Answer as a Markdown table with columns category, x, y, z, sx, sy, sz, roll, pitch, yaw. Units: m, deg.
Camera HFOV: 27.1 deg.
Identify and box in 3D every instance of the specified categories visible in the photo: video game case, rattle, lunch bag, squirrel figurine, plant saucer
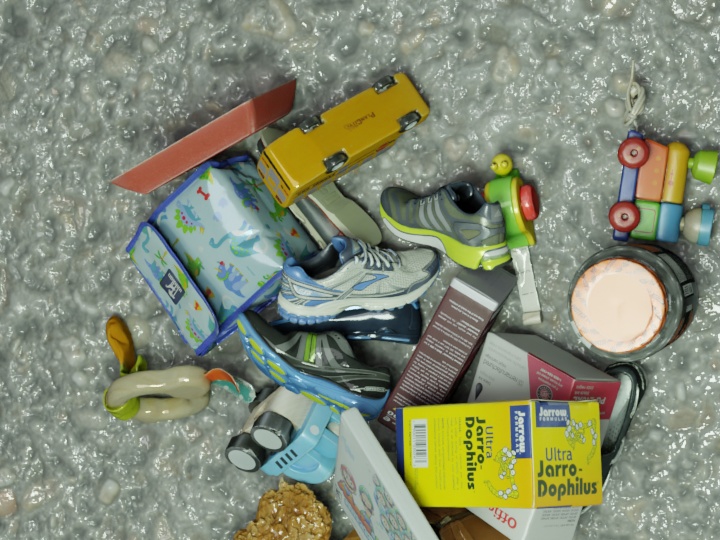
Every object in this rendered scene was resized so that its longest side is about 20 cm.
| category | x | y | z | sx | sy | sz | roll | pitch | yaw |
| --- | --- | --- | --- | --- | --- | --- | --- | --- | --- |
| video game case | 0.028 | 0.272 | 1.619 | 0.024 | 0.182 | 0.200 | -22 | 59 | -19 |
| rattle | -0.220 | 0.108 | 1.834 | 0.200 | 0.130 | 0.143 | -26 | 42 | 35 |
| lunch bag | -0.178 | -0.016 | 1.808 | 0.200 | 0.127 | 0.170 | -39 | 81 | 28 |
| squirrel figurine | -0.051 | 0.344 | 1.750 | 0.186 | 0.142 | 0.200 | -35 | 101 | 9 |
| plant saucer | -0.175 | -0.154 | 1.762 | 0.199 | 0.200 | 0.037 | -28 | 96 | 18 |

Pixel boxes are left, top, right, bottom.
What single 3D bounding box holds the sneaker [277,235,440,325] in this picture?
| category | x | y | z | sx | sy | sz | roll | pitch | yaw |
| --- | --- | --- | --- | --- | --- | --- | --- | --- | --- |
| sneaker | 0.000 | 0.000 | 1.719 | 0.199 | 0.077 | 0.085 | -15 | 123 | -17 |

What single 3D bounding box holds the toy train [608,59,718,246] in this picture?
| category | x | y | z | sx | sy | sz | roll | pitch | yaw |
| --- | --- | --- | --- | --- | --- | --- | --- | --- | --- |
| toy train | 0.342 | -0.127 | 1.646 | 0.115 | 0.085 | 0.201 | 8 | 94 | 8 |

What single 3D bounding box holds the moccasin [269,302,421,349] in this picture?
| category | x | y | z | sx | sy | sz | roll | pitch | yaw |
| --- | --- | --- | --- | --- | --- | --- | --- | --- | --- |
| moccasin | -0.026 | 0.077 | 1.776 | 0.199 | 0.080 | 0.068 | -10 | 93 | 20 |

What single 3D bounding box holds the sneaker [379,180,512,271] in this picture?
| category | x | y | z | sx | sy | sz | roll | pitch | yaw |
| --- | --- | --- | --- | --- | --- | --- | --- | --- | --- |
| sneaker | 0.098 | -0.068 | 1.700 | 0.200 | 0.074 | 0.081 | 25 | 121 | 43 |

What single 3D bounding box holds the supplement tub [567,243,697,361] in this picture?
| category | x | y | z | sx | sy | sz | roll | pitch | yaw |
| --- | --- | --- | --- | --- | --- | --- | --- | --- | --- |
| supplement tub | 0.291 | 0.033 | 1.601 | 0.122 | 0.200 | 0.123 | 1 | 92 | 20 |

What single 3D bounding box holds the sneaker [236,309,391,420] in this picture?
| category | x | y | z | sx | sy | sz | roll | pitch | yaw |
| --- | --- | --- | --- | --- | --- | --- | --- | --- | --- |
| sneaker | -0.054 | 0.101 | 1.725 | 0.199 | 0.071 | 0.083 | 27 | 65 | 9 |

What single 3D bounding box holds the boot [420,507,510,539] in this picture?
| category | x | y | z | sx | sy | sz | roll | pitch | yaw |
| --- | --- | --- | --- | --- | --- | --- | --- | --- | --- |
| boot | 0.128 | 0.322 | 1.690 | 0.200 | 0.155 | 0.074 | 33 | 101 | 15 |

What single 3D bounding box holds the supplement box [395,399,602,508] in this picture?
| category | x | y | z | sx | sy | sz | roll | pitch | yaw |
| --- | --- | --- | --- | --- | --- | --- | --- | --- | --- |
| supplement box | 0.143 | 0.193 | 1.569 | 0.200 | 0.109 | 0.110 | -9 | 80 | 48 |

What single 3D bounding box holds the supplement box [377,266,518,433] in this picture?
| category | x | y | z | sx | sy | sz | roll | pitch | yaw |
| --- | --- | --- | --- | --- | --- | --- | --- | --- | --- |
| supplement box | 0.099 | 0.090 | 1.696 | 0.061 | 0.109 | 0.200 | 30 | 112 | 9 |

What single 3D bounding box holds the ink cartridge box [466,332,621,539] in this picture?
| category | x | y | z | sx | sy | sz | roll | pitch | yaw |
| --- | --- | --- | --- | --- | --- | --- | --- | --- | --- |
| ink cartridge box | 0.188 | 0.188 | 1.666 | 0.145 | 0.084 | 0.201 | 29 | 108 | 48 |

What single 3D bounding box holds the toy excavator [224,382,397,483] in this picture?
| category | x | y | z | sx | sy | sz | roll | pitch | yaw |
| --- | --- | --- | --- | --- | --- | --- | --- | --- | --- |
| toy excavator | -0.030 | 0.204 | 1.767 | 0.200 | 0.100 | 0.194 | 36 | 138 | -12 |

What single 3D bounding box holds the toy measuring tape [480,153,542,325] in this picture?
| category | x | y | z | sx | sy | sz | roll | pitch | yaw |
| --- | --- | --- | --- | --- | --- | --- | --- | --- | --- |
| toy measuring tape | 0.175 | -0.035 | 1.708 | 0.073 | 0.074 | 0.201 | -10 | 88 | 19 |

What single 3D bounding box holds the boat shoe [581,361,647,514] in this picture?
| category | x | y | z | sx | sy | sz | roll | pitch | yaw |
| --- | --- | --- | --- | --- | --- | --- | --- | --- | --- |
| boat shoe | 0.260 | 0.193 | 1.690 | 0.075 | 0.060 | 0.201 | 23 | 99 | 17 |

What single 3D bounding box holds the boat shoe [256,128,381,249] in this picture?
| category | x | y | z | sx | sy | sz | roll | pitch | yaw |
| --- | --- | --- | --- | --- | --- | --- | --- | --- | --- |
| boat shoe | -0.059 | -0.085 | 1.789 | 0.200 | 0.071 | 0.063 | 47 | 131 | 8 |

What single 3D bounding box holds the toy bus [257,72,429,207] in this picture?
| category | x | y | z | sx | sy | sz | roll | pitch | yaw |
| --- | --- | --- | --- | --- | --- | --- | --- | --- | --- |
| toy bus | -0.018 | -0.153 | 1.737 | 0.200 | 0.078 | 0.065 | -31 | 79 | -22 |
